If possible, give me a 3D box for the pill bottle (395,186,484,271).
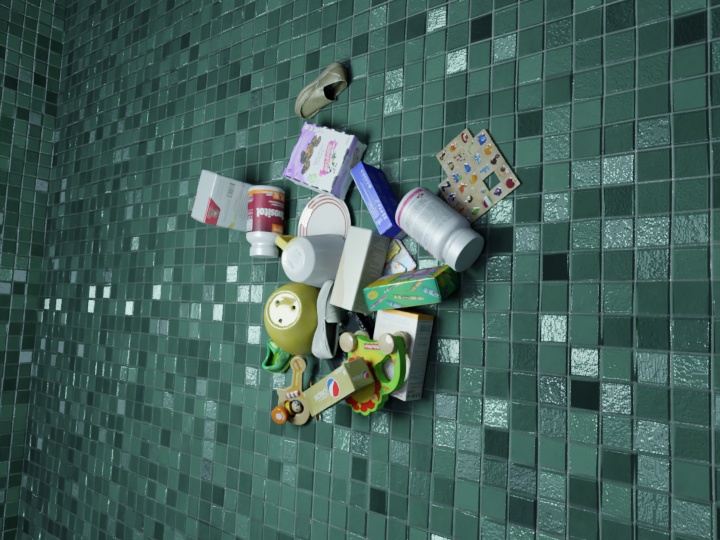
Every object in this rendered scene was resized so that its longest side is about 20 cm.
[{"bbox_3d":[0.182,-0.095,1.264,0.200,0.112,0.114,45,111,33],"label":"pill bottle"}]

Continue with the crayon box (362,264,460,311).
[{"bbox_3d":[0.119,0.040,1.283,0.197,0.118,0.059,-10,101,35],"label":"crayon box"}]

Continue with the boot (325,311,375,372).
[{"bbox_3d":[-0.005,0.220,1.398,0.163,0.073,0.199,-51,53,23],"label":"boot"}]

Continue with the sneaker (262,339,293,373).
[{"bbox_3d":[-0.216,0.208,1.556,0.074,0.083,0.203,34,105,35],"label":"sneaker"}]

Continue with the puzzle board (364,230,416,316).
[{"bbox_3d":[0.040,-0.004,1.424,0.200,0.017,0.152,-46,59,25],"label":"puzzle board"}]

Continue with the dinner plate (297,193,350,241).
[{"bbox_3d":[-0.099,-0.116,1.542,0.197,0.024,0.205,-6,80,38],"label":"dinner plate"}]

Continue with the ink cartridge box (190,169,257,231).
[{"bbox_3d":[-0.398,-0.206,1.676,0.082,0.198,0.149,20,96,39],"label":"ink cartridge box"}]

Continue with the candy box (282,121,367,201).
[{"bbox_3d":[-0.101,-0.305,1.522,0.198,0.071,0.171,24,90,37],"label":"candy box"}]

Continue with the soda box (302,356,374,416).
[{"bbox_3d":[-0.056,0.276,1.293,0.200,0.067,0.065,-42,69,43],"label":"soda box"}]

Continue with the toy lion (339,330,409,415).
[{"bbox_3d":[0.026,0.242,1.290,0.197,0.068,0.196,-5,87,43],"label":"toy lion"}]

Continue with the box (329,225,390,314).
[{"bbox_3d":[0.000,0.000,1.378,0.077,0.094,0.204,13,87,37],"label":"box"}]

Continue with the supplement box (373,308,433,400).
[{"bbox_3d":[0.094,0.196,1.319,0.124,0.073,0.205,11,92,41],"label":"supplement box"}]

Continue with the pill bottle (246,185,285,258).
[{"bbox_3d":[-0.283,-0.142,1.632,0.111,0.112,0.205,-3,83,37],"label":"pill bottle"}]

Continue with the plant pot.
[{"bbox_3d":[-0.179,0.118,1.458,0.196,0.142,0.205,-3,76,14],"label":"plant pot"}]

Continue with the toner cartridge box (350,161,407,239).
[{"bbox_3d":[0.052,-0.176,1.387,0.043,0.094,0.203,-37,63,28],"label":"toner cartridge box"}]

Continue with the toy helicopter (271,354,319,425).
[{"bbox_3d":[-0.165,0.330,1.499,0.129,0.079,0.204,10,106,14],"label":"toy helicopter"}]

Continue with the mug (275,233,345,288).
[{"bbox_3d":[-0.141,-0.026,1.455,0.184,0.152,0.153,-4,86,36],"label":"mug"}]

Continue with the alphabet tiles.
[{"bbox_3d":[0.259,-0.227,1.287,0.167,0.007,0.203,-39,62,28],"label":"alphabet tiles"}]

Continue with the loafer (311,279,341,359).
[{"bbox_3d":[-0.076,0.126,1.407,0.069,0.069,0.205,-1,80,42],"label":"loafer"}]

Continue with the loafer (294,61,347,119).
[{"bbox_3d":[-0.112,-0.505,1.567,0.200,0.075,0.068,-42,55,26],"label":"loafer"}]
